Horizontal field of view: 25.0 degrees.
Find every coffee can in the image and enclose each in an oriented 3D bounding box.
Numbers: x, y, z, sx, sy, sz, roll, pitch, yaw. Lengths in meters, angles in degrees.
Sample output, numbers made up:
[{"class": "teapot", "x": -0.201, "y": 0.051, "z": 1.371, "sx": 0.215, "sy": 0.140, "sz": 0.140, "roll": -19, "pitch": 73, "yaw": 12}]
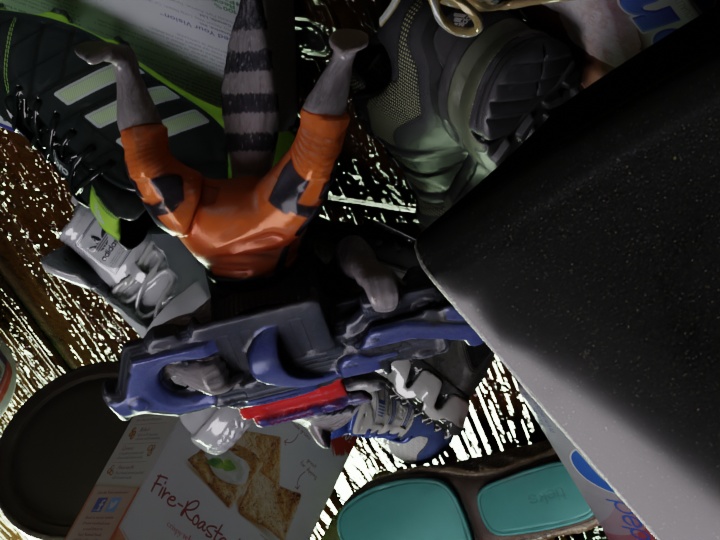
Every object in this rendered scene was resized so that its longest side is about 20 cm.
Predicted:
[{"class": "coffee can", "x": -0.163, "y": 0.183, "z": 1.202, "sx": 0.146, "sy": 0.146, "sz": 0.200, "roll": 11, "pitch": 147, "yaw": 26}]

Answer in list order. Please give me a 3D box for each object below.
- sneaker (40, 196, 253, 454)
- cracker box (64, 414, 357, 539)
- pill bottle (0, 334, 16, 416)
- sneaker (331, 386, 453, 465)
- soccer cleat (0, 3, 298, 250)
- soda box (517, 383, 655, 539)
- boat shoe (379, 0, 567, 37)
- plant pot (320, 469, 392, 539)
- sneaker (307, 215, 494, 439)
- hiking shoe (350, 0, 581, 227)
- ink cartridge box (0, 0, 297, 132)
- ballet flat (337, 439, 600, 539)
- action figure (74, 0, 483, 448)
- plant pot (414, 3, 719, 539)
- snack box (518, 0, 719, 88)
[{"class": "sneaker", "x": -0.109, "y": 0.017, "z": 0.868, "sx": 0.115, "sy": 0.200, "sz": 0.075, "roll": 33, "pitch": 106, "yaw": -23}, {"class": "cracker box", "x": -0.095, "y": 0.147, "z": 1.035, "sx": 0.058, "sy": 0.200, "sz": 0.134, "roll": -9, "pitch": 135, "yaw": 45}, {"class": "pill bottle", "x": -0.329, "y": 0.034, "z": 1.135, "sx": 0.111, "sy": 0.111, "sz": 0.200, "roll": 12, "pitch": 147, "yaw": 25}, {"class": "sneaker", "x": -0.007, "y": 0.070, "z": 0.956, "sx": 0.075, "sy": 0.088, "sz": 0.200, "roll": 4, "pitch": 145, "yaw": 32}, {"class": "soccer cleat", "x": -0.118, "y": -0.061, "z": 0.757, "sx": 0.200, "sy": 0.081, "sz": 0.068, "roll": 24, "pitch": 151, "yaw": 3}, {"class": "soda box", "x": 0.157, "y": 0.098, "z": 0.883, "sx": 0.063, "sy": 0.070, "sz": 0.200, "roll": 3, "pitch": 143, "yaw": 35}, {"class": "boat shoe", "x": 0.057, "y": -0.125, "z": 0.565, "sx": 0.200, "sy": 0.063, "sz": 0.073, "roll": -7, "pitch": 137, "yaw": 41}, {"class": "plant pot", "x": 0.059, "y": 0.234, "z": 1.089, "sx": 0.184, "sy": 0.200, "sz": 0.200, "roll": 31, "pitch": 153, "yaw": 17}, {"class": "sneaker", "x": 0.000, "y": 0.000, "z": 0.842, "sx": 0.200, "sy": 0.091, "sz": 0.066, "roll": 37, "pitch": 178, "yaw": -24}, {"class": "hiking shoe", "x": 0.043, "y": -0.067, "z": 0.729, "sx": 0.101, "sy": 0.076, "sz": 0.200, "roll": 44, "pitch": 162, "yaw": 19}, {"class": "ink cartridge box", "x": -0.127, "y": -0.120, "z": 0.795, "sx": 0.199, "sy": 0.041, "sz": 0.200, "roll": 21, "pitch": 151, "yaw": 9}, {"class": "ballet flat", "x": 0.079, "y": 0.144, "z": 1.000, "sx": 0.200, "sy": 0.065, "sz": 0.071, "roll": -13, "pitch": 92, "yaw": 34}, {"class": "action figure", "x": -0.015, "y": -0.014, "z": 0.688, "sx": 0.200, "sy": 0.105, "sz": 0.194, "roll": -7, "pitch": 119, "yaw": 2}, {"class": "plant pot", "x": 0.172, "y": -0.012, "z": 0.533, "sx": 0.177, "sy": 0.200, "sz": 0.200, "roll": -41, "pitch": 90, "yaw": 27}, {"class": "snack box", "x": 0.083, "y": -0.128, "z": 0.629, "sx": 0.072, "sy": 0.024, "sz": 0.200, "roll": -11, "pitch": 133, "yaw": 46}]
